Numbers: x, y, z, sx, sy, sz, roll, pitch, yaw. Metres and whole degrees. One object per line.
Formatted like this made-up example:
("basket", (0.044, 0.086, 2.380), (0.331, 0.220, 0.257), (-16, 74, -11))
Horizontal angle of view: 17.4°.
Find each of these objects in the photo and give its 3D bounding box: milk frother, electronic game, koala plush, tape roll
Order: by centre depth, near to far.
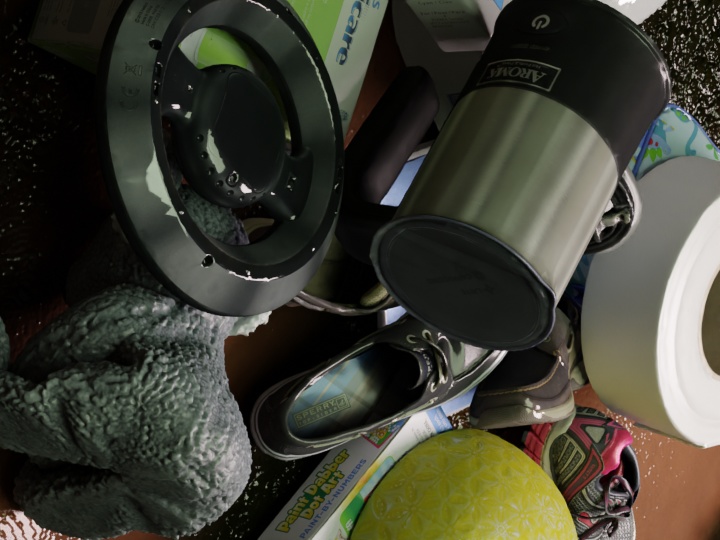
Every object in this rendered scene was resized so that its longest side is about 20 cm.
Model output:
("electronic game", (-0.074, -0.074, 1.303), (0.200, 0.042, 0.201), (11, 76, -51))
("koala plush", (-0.121, 0.033, 1.348), (0.177, 0.183, 0.200), (53, 49, -42))
("milk frother", (0.099, -0.030, 1.431), (0.200, 0.180, 0.188), (49, 55, -29))
("tape roll", (0.247, 0.022, 1.701), (0.202, 0.071, 0.203), (-19, 117, -43))

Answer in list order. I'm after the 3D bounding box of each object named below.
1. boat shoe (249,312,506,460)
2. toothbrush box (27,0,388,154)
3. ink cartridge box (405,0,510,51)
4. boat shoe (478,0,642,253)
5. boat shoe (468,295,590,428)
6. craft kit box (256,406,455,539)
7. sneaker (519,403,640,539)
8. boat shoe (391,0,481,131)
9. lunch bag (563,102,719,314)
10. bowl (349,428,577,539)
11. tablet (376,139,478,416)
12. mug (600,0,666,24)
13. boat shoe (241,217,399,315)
("boat shoe", (0.022, 0.065, 1.533), (0.200, 0.066, 0.070), (-21, 92, -20))
("toothbrush box", (-0.080, -0.165, 1.391), (0.200, 0.086, 0.146), (23, 82, -48))
("ink cartridge box", (0.052, -0.263, 1.446), (0.176, 0.045, 0.201), (44, 52, -54))
("boat shoe", (0.122, -0.101, 1.555), (0.074, 0.065, 0.202), (-40, 123, -15))
("boat shoe", (0.114, 0.061, 1.650), (0.200, 0.074, 0.074), (-40, 120, -74))
("craft kit box", (0.014, 0.210, 1.614), (0.198, 0.048, 0.200), (-51, 134, -26))
("sneaker", (0.175, 0.168, 1.756), (0.081, 0.074, 0.200), (-60, 151, -20))
("boat shoe", (0.079, -0.140, 1.594), (0.072, 0.070, 0.201), (-50, 129, -46))
("lunch bag", (0.215, -0.024, 1.761), (0.200, 0.082, 0.161), (41, 68, -45))
("bowl", (0.089, 0.217, 1.587), (0.200, 0.107, 0.201), (-19, 117, -43))
("tablet", (0.054, 0.008, 1.640), (0.130, 0.014, 0.201), (-21, 115, -44))
("mug", (0.145, -0.258, 1.597), (0.200, 0.148, 0.176), (40, 74, -13))
("boat shoe", (0.000, 0.000, 1.528), (0.200, 0.065, 0.073), (-5, 105, -41))
